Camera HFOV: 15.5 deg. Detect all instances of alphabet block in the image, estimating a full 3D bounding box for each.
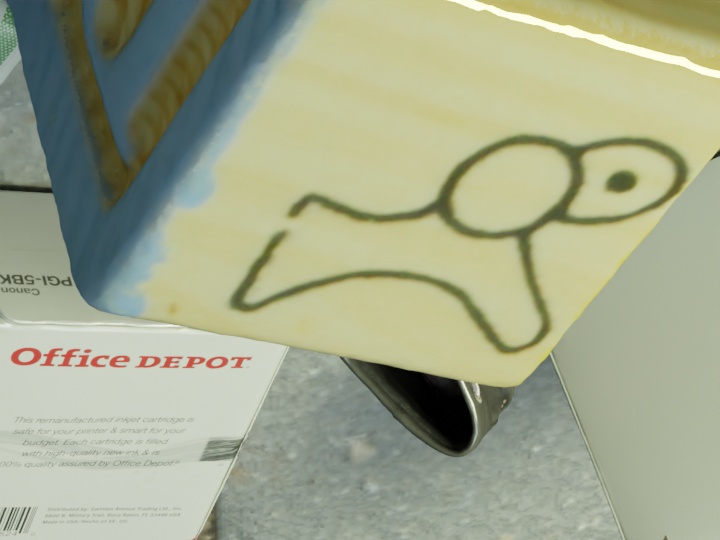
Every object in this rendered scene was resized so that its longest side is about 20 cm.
[{"bbox_3d":[0.003,-0.095,1.014,0.199,0.197,0.196,13,133,-33],"label":"alphabet block"}]

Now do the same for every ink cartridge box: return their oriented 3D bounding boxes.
[{"bbox_3d":[-0.133,0.059,1.229,0.146,0.083,0.200,3,137,-25],"label":"ink cartridge box"}]

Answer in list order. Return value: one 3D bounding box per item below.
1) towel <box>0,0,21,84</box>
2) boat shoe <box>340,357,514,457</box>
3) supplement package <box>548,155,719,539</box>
[{"bbox_3d":[-0.247,-0.091,1.059,0.199,0.031,0.149,22,124,-36],"label":"towel"},{"bbox_3d":[0.000,0.000,1.171,0.067,0.057,0.200,-27,115,33],"label":"boat shoe"},{"bbox_3d":[0.181,0.061,1.261,0.155,0.201,0.111,-23,142,6],"label":"supplement package"}]
